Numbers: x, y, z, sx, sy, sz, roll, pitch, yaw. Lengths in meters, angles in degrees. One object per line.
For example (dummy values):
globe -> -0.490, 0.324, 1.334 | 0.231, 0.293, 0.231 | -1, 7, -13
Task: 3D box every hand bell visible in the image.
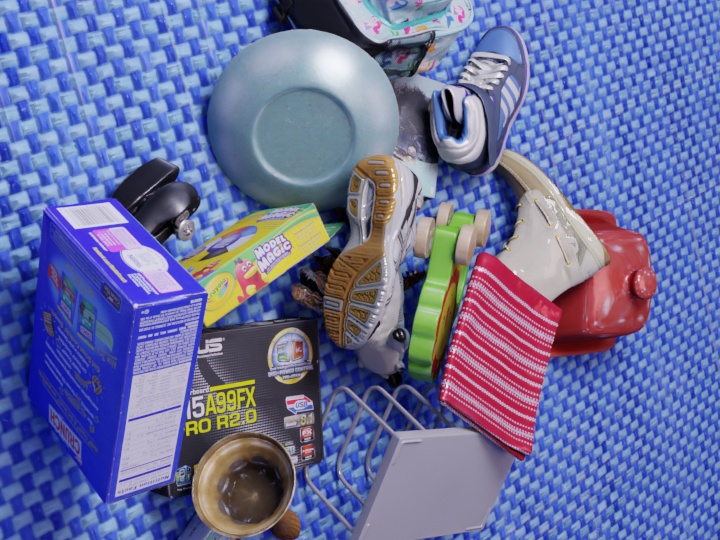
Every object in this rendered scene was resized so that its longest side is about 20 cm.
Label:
hand bell -> -0.093, 0.248, 1.161 | 0.104, 0.104, 0.200 | -63, 158, -20

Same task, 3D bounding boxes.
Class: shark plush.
shark plush -> 0.040, 0.074, 1.262 | 0.084, 0.091, 0.200 | -67, 147, -31

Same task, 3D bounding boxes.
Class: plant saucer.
plant saucer -> -0.058, -0.143, 1.155 | 0.200, 0.039, 0.202 | -1, 118, -2

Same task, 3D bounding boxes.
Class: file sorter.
file sorter -> 0.059, 0.209, 1.271 | 0.199, 0.124, 0.139 | 4, 115, -41

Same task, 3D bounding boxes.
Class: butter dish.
butter dish -> 0.327, 0.016, 1.504 | 0.199, 0.148, 0.201 | -2, 92, -41

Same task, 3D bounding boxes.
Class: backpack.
backpack -> 0.026, -0.301, 1.227 | 0.200, 0.151, 0.178 | -15, 64, -47

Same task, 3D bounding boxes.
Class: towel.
towel -> 0.161, 0.093, 1.264 | 0.144, 0.022, 0.201 | 37, 54, -26

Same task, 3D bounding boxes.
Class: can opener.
can opener -> -0.230, -0.020, 1.090 | 0.200, 0.078, 0.063 | -52, 157, -23

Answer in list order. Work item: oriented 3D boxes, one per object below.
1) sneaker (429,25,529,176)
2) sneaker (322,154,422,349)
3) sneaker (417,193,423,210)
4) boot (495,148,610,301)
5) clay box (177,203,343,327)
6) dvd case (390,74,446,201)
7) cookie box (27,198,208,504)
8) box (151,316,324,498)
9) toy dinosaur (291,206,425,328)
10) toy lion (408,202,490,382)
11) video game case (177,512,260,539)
sneaker -> 0.142, -0.219, 1.356 | 0.146, 0.080, 0.201 | 24, 80, -66
sneaker -> 0.023, -0.014, 1.159 | 0.088, 0.075, 0.201 | 10, 95, -58
sneaker -> 0.008, -0.137, 1.245 | 0.200, 0.078, 0.082 | 45, 62, -31
boot -> 0.197, -0.042, 1.431 | 0.155, 0.072, 0.200 | -39, 77, -1
clay box -> -0.121, -0.012, 1.137 | 0.200, 0.115, 0.048 | -39, 112, -35
dvd case -> 0.018, -0.170, 1.317 | 0.199, 0.022, 0.147 | 11, 84, -39
cookie box -> -0.216, 0.067, 0.975 | 0.075, 0.171, 0.201 | -10, 126, -38
box -> -0.130, 0.138, 1.178 | 0.199, 0.044, 0.161 | -5, 95, -41
toy dinosaur -> 0.000, 0.000, 1.277 | 0.200, 0.102, 0.136 | -13, 116, -69
toy lion -> 0.096, 0.029, 1.317 | 0.200, 0.068, 0.193 | -38, 138, -72
video game case -> -0.143, 0.373, 1.172 | 0.200, 0.045, 0.182 | 51, 59, -29
